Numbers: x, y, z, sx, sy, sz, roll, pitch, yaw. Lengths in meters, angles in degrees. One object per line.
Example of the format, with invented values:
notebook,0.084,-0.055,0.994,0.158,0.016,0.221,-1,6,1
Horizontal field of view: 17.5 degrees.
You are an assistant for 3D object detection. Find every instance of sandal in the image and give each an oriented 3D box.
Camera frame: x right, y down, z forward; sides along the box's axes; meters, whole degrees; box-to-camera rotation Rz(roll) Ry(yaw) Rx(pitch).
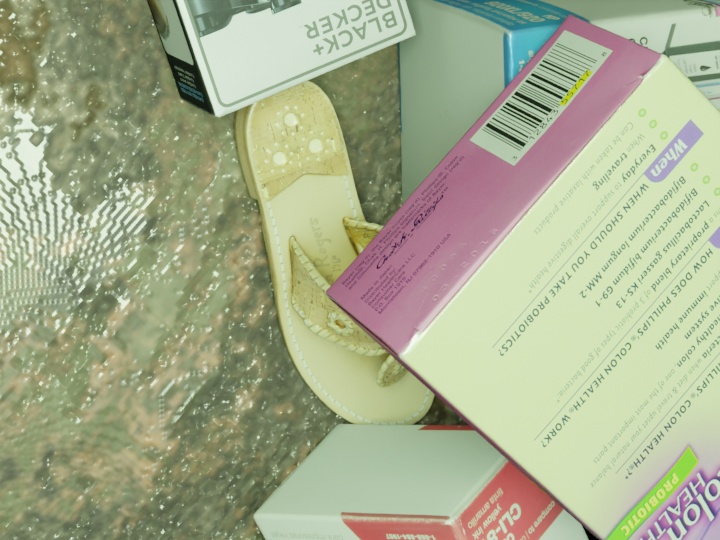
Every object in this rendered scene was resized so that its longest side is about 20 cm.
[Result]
sandal,-0.005,0.003,1.203,0.077,0.070,0.212,-27,112,-14

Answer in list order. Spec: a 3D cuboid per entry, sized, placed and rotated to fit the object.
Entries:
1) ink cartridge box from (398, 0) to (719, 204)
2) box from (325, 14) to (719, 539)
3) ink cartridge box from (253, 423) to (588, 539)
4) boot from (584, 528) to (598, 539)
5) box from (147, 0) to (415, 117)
ink cartridge box,0.138,-0.073,1.201,0.199,0.145,0.148,-8,106,-20
box,0.121,0.017,1.086,0.200,0.097,0.176,42,88,-27
ink cartridge box,0.056,0.184,1.222,0.083,0.145,0.200,-45,118,-39
boot,0.165,0.111,1.220,0.079,0.158,0.211,18,124,-28
box,-0.059,-0.189,1.138,0.116,0.060,0.200,-23,111,-16
